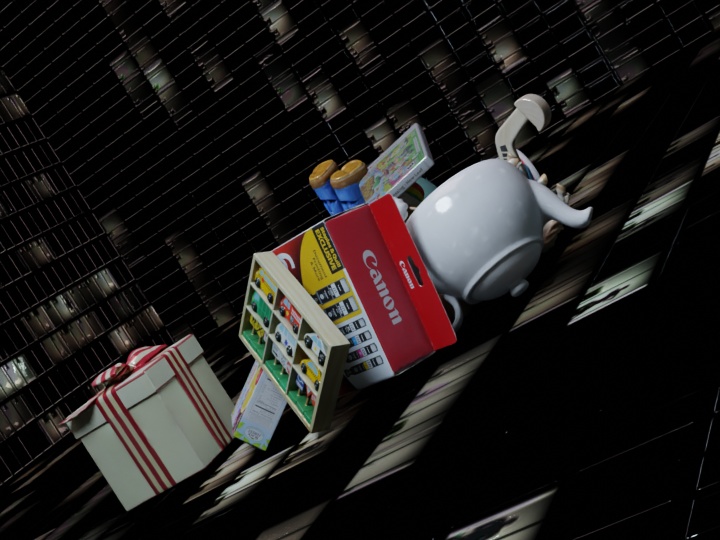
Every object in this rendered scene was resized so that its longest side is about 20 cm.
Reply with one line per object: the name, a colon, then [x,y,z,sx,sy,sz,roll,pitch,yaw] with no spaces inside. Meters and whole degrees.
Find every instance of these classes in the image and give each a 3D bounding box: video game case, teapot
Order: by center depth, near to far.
teapot: [0.150,-0.026,1.467,0.196,0.147,0.200,-21,-23,-37]
video game case: [0.035,-0.140,1.865,0.182,0.022,0.200,-42,18,13]

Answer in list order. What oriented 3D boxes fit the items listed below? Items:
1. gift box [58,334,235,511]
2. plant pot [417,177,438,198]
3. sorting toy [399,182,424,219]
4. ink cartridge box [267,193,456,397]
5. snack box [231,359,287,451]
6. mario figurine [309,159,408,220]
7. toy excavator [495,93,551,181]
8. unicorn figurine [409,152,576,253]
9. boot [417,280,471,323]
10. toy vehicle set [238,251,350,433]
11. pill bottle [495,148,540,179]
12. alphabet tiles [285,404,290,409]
gift box: [-0.312,0.218,1.733,0.199,0.188,0.185,-30,5,18]
plant pot: [0.092,-0.076,2.213,0.199,0.162,0.201,-32,5,3]
sorting toy: [0.075,-0.063,1.944,0.198,0.199,0.070,-27,42,45]
ink cartridge box: [0.000,0.032,1.438,0.083,0.202,0.175,-24,-2,-41]
snack box: [-0.123,0.152,1.596,0.143,0.053,0.200,-64,6,-1]
mario figurine: [0.010,-0.055,1.541,0.105,0.202,0.124,-24,27,-3]
toy excavator: [0.226,-0.148,1.840,0.193,0.202,0.100,-19,11,33]
unicorn figurine: [0.185,-0.084,1.594,0.138,0.199,0.074,-58,5,11]
boot: [0.071,0.032,1.621,0.165,0.073,0.200,-15,18,14]
toy vehicle set: [-0.083,0.082,1.420,0.026,0.125,0.200,-7,36,-31]
pill bottle: [0.214,-0.112,2.067,0.199,0.115,0.114,-33,5,-5]
alphabet tiles: [-0.062,0.086,1.653,0.167,0.007,0.202,-34,39,60]
